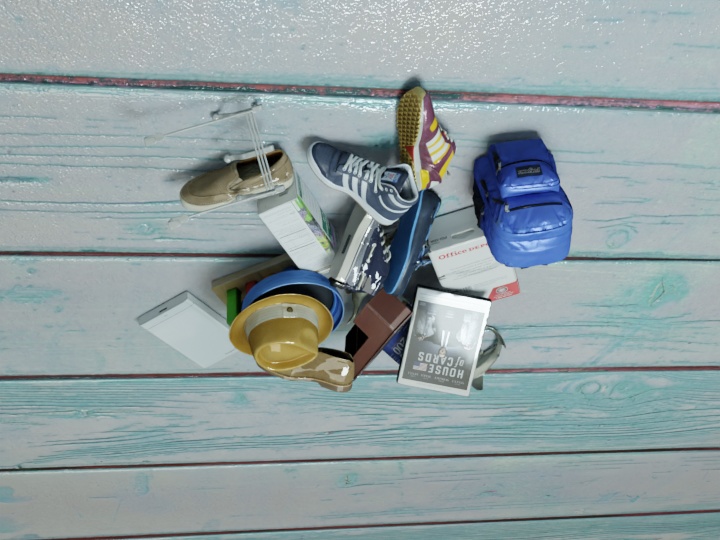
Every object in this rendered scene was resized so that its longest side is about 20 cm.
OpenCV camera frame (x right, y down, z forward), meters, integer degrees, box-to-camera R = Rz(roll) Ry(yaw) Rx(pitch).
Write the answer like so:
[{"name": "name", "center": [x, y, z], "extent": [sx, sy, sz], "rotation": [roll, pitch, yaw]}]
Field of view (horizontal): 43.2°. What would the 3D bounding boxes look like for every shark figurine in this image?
[{"name": "shark figurine", "center": [0.272, 0.219, 2.049], "extent": [0.127, 0.091, 0.214], "rotation": [26, 131, -36]}]

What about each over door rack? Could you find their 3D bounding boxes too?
[{"name": "over door rack", "center": [-0.234, -0.170, 1.454], "extent": [0.197, 0.067, 0.150], "rotation": [-19, 104, -14]}]

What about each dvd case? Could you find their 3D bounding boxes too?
[{"name": "dvd case", "center": [0.161, 0.138, 1.769], "extent": [0.148, 0.025, 0.203], "rotation": [10, 105, -3]}]

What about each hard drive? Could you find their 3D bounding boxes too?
[{"name": "hard drive", "center": [-0.340, 0.126, 1.877], "extent": [0.131, 0.027, 0.200], "rotation": [-27, 137, 21]}]

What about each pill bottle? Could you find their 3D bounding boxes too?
[{"name": "pill bottle", "center": [0.119, 0.154, 1.852], "extent": [0.199, 0.111, 0.111], "rotation": [41, 130, 3]}]

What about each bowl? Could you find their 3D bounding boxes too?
[{"name": "bowl", "center": [-0.129, 0.074, 1.712], "extent": [0.197, 0.040, 0.202], "rotation": [-9, 140, -8]}]

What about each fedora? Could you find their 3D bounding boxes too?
[{"name": "fedora", "center": [-0.141, 0.128, 1.673], "extent": [0.197, 0.083, 0.202], "rotation": [-9, 141, -8]}]

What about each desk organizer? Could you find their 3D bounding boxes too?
[{"name": "desk organizer", "center": [0.017, 0.124, 1.774], "extent": [0.077, 0.072, 0.201], "rotation": [43, 138, 6]}]

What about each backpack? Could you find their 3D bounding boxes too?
[{"name": "backpack", "center": [0.277, -0.114, 1.567], "extent": [0.160, 0.202, 0.169], "rotation": [-10, 141, 3]}]

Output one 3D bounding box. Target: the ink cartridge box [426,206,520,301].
[{"name": "ink cartridge box", "center": [0.216, -0.025, 1.752], "extent": [0.144, 0.084, 0.201], "rotation": [-16, 140, 10]}]

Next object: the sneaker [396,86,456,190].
[{"name": "sneaker", "center": [0.115, -0.226, 1.519], "extent": [0.089, 0.075, 0.202], "rotation": [-21, 140, -18]}]

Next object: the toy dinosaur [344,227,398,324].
[{"name": "toy dinosaur", "center": [0.000, 0.000, 1.706], "extent": [0.076, 0.203, 0.102], "rotation": [27, 174, -23]}]

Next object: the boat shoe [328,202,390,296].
[{"name": "boat shoe", "center": [0.020, -0.051, 1.636], "extent": [0.092, 0.075, 0.202], "rotation": [23, 95, -22]}]

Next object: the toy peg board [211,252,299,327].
[{"name": "toy peg board", "center": [-0.163, 0.083, 1.803], "extent": [0.196, 0.099, 0.201], "rotation": [-19, 139, 13]}]

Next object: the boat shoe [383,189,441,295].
[{"name": "boat shoe", "center": [0.102, -0.046, 1.648], "extent": [0.068, 0.084, 0.203], "rotation": [15, 101, -32]}]

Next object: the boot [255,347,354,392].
[{"name": "boot", "center": [-0.107, 0.177, 1.791], "extent": [0.196, 0.074, 0.077], "rotation": [12, 119, 0]}]

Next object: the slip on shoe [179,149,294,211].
[{"name": "slip on shoe", "center": [-0.211, -0.155, 1.530], "extent": [0.196, 0.077, 0.061], "rotation": [-11, 146, -2]}]

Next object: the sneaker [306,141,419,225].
[{"name": "sneaker", "center": [0.010, -0.162, 1.519], "extent": [0.199, 0.071, 0.108], "rotation": [37, 149, -18]}]

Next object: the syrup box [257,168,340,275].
[{"name": "syrup box", "center": [-0.107, -0.081, 1.634], "extent": [0.080, 0.080, 0.201], "rotation": [-21, 138, 14]}]
